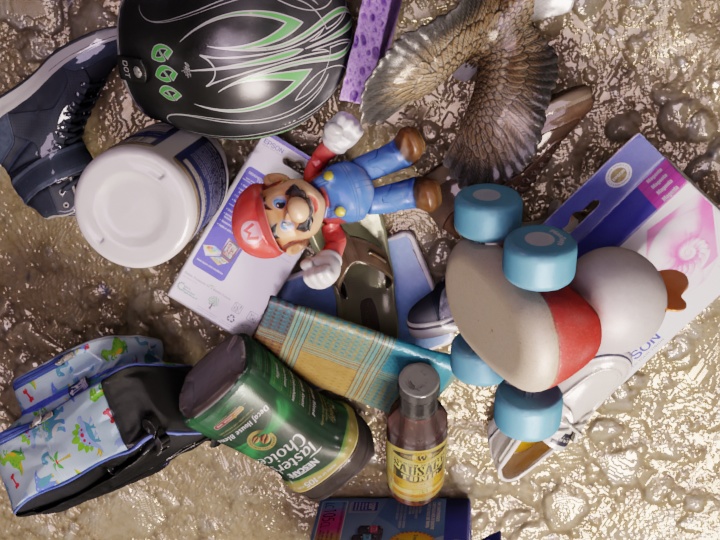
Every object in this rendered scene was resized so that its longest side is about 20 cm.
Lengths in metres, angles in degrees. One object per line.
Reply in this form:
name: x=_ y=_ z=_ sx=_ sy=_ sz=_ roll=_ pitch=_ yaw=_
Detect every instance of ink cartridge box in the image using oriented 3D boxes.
ink cartridge box: x=-0.105 y=-0.036 z=1.208 sx=0.099 sy=0.039 sz=0.200 roll=32 pitch=100 yaw=-4
ink cartridge box: x=0.048 y=0.304 z=1.244 sx=0.199 sy=0.137 sz=0.077 roll=0 pitch=111 yaw=6
ink cartridge box: x=0.259 y=-0.004 z=1.140 sx=0.200 sy=0.043 sz=0.196 roll=33 pitch=110 yaw=-34

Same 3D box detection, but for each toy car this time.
toy car: x=0.194 y=0.022 z=1.061 sx=0.199 sy=0.177 sz=0.185 roll=-11 pitch=120 yaw=-19

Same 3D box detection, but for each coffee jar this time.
coffee jar: x=-0.081 y=0.155 z=1.211 sx=0.104 sy=0.086 sz=0.200 roll=-40 pitch=124 yaw=19

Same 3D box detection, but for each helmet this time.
helmet: x=-0.106 y=-0.213 z=1.091 sx=0.190 sy=0.200 sz=0.201 roll=0 pitch=106 yaw=19

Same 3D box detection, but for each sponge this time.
sponge: x=0.022 y=-0.258 z=1.100 sx=0.030 sy=0.112 sz=0.201 roll=14 pitch=107 yaw=4

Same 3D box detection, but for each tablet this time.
tablet: x=-0.014 y=0.050 z=1.243 sx=0.199 sy=0.014 sz=0.131 roll=-21 pitch=103 yaw=12

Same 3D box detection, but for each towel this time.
towel: x=-0.010 y=0.089 z=1.190 sx=0.199 sy=0.022 sz=0.147 roll=20 pitch=149 yaw=-6

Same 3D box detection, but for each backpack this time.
backpack: x=-0.274 y=0.157 z=1.220 sx=0.199 sy=0.183 sz=0.147 roll=-30 pitch=78 yaw=16

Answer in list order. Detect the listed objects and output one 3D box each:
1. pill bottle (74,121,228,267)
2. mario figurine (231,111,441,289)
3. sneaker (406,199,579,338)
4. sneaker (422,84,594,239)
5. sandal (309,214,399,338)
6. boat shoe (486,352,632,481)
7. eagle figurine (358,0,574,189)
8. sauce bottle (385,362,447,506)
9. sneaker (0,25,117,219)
pill bottle: x=-0.188 y=-0.081 z=1.126 sx=0.110 sy=0.200 sz=0.112 roll=2 pitch=107 yaw=7
mario figurine: x=-0.022 y=-0.065 z=1.090 sx=0.199 sy=0.124 sz=0.106 roll=-21 pitch=145 yaw=-15
sneaker: x=0.128 y=-0.005 z=1.180 sx=0.199 sy=0.078 sz=0.080 roll=-25 pitch=107 yaw=1
sneaker: x=0.150 y=-0.105 z=1.153 sx=0.199 sy=0.070 sz=0.076 roll=-30 pitch=96 yaw=24
sandal: x=0.001 y=0.000 z=1.181 sx=0.079 sy=0.057 sz=0.202 roll=-20 pitch=107 yaw=-8
boat shoe: x=0.200 y=0.147 z=1.184 sx=0.071 sy=0.070 sz=0.200 roll=25 pitch=130 yaw=-27
eagle figurine: x=0.106 y=-0.192 z=1.081 sx=0.151 sy=0.151 sz=0.201 roll=14 pitch=63 yaw=22
sauce bottle: x=0.055 y=0.166 z=1.192 sx=0.066 sy=0.066 sz=0.200 roll=2 pitch=142 yaw=6
sneaker: x=-0.277 y=-0.139 z=1.177 sx=0.202 sy=0.077 sz=0.147 roll=-31 pitch=89 yaw=23
